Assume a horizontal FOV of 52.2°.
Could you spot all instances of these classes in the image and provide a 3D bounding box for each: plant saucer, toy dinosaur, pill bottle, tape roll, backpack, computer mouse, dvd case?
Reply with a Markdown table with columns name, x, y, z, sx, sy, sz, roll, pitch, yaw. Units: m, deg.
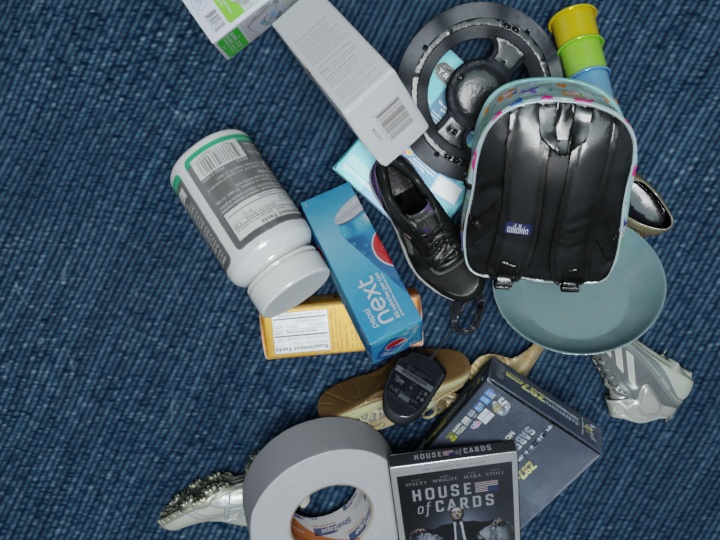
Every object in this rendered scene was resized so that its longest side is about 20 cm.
| name | x | y | z | sx | sy | sz | roll | pitch | yaw |
| --- | --- | --- | --- | --- | --- | --- | --- | --- | --- |
| plant saucer | 0.258 | 0.021 | 0.878 | 0.197 | 0.039 | 0.203 | -6 | 53 | 8 |
| toy dinosaur | 0.186 | 0.143 | 0.917 | 0.199 | 0.058 | 0.102 | -34 | 92 | 3 |
| pill bottle | -0.127 | -0.054 | 0.857 | 0.112 | 0.113 | 0.201 | -35 | 77 | 3 |
| tape roll | -0.041 | 0.280 | 0.888 | 0.197 | 0.066 | 0.203 | -7 | 114 | -14 |
| backpack | 0.195 | -0.100 | 0.773 | 0.174 | 0.151 | 0.202 | 4 | 126 | 7 |
| computer mouse | 0.090 | 0.097 | 0.873 | 0.058 | 0.034 | 0.201 | 32 | 71 | 16 |
| dvd case | 0.116 | 0.295 | 0.875 | 0.148 | 0.025 | 0.203 | -8 | 118 | 1 |

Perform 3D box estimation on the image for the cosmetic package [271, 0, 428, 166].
| name | x | y | z | sx | sy | sz | roll | pitch | yaw |
| --- | --- | --- | --- | --- | --- | --- | --- | --- | --- |
| cosmetic package | -0.015 | -0.219 | 0.822 | 0.074 | 0.102 | 0.201 | -39 | 51 | 4 |

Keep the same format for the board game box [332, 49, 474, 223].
| name | x | y | z | sx | sy | sz | roll | pitch | yaw |
| --- | --- | --- | --- | --- | --- | --- | --- | --- | --- |
| board game box | 0.085 | -0.151 | 0.902 | 0.151 | 0.047 | 0.201 | 41 | 94 | -3 |

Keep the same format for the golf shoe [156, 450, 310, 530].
| name | x | y | z | sx | sy | sz | roll | pitch | yaw |
| --- | --- | --- | --- | --- | --- | --- | --- | --- | --- |
| golf shoe | -0.157 | 0.299 | 0.929 | 0.198 | 0.078 | 0.098 | -24 | 100 | 4 |

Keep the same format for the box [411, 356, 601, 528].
| name | x | y | z | sx | sy | sz | roll | pitch | yaw |
| --- | --- | --- | --- | --- | --- | --- | --- | --- | --- |
| box | 0.167 | 0.221 | 0.886 | 0.157 | 0.051 | 0.201 | 33 | 123 | -2 |

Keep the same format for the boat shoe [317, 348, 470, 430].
| name | x | y | z | sx | sy | sz | roll | pitch | yaw |
| --- | --- | --- | --- | --- | --- | --- | --- | --- | --- |
| boat shoe | 0.046 | 0.156 | 0.921 | 0.197 | 0.074 | 0.063 | -18 | 124 | 9 |

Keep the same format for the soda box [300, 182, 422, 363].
| name | x | y | z | sx | sy | sz | roll | pitch | yaw |
| --- | --- | --- | --- | --- | --- | --- | --- | --- | --- |
| soda box | 0.000 | 0.000 | 0.858 | 0.067 | 0.064 | 0.202 | -24 | 65 | -8 |

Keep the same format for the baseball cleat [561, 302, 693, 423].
| name | x | y | z | sx | sy | sz | roll | pitch | yaw |
| --- | --- | --- | --- | --- | --- | --- | --- | --- | --- |
| baseball cleat | 0.314 | 0.120 | 0.907 | 0.198 | 0.070 | 0.107 | 31 | 94 | -1 |

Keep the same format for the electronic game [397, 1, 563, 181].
| name | x | y | z | sx | sy | sz | roll | pitch | yaw |
| --- | --- | --- | --- | --- | --- | --- | --- | --- | --- |
| electronic game | 0.137 | -0.204 | 0.851 | 0.196 | 0.042 | 0.204 | 0 | 103 | 1 |

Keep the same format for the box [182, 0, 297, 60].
| name | x | y | z | sx | sy | sz | roll | pitch | yaw |
| --- | --- | --- | --- | --- | --- | --- | --- | --- | --- |
| box | -0.155 | -0.391 | 0.863 | 0.176 | 0.097 | 0.201 | -37 | 93 | 3 |

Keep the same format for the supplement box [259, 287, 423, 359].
| name | x | y | z | sx | sy | sz | roll | pitch | yaw |
| --- | --- | --- | --- | --- | --- | --- | --- | --- | --- |
| supplement box | -0.023 | 0.065 | 0.911 | 0.196 | 0.067 | 0.070 | -3 | 97 | 2 |

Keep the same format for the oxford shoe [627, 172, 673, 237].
| name | x | y | z | sx | sy | sz | roll | pitch | yaw |
| --- | --- | --- | --- | --- | --- | --- | --- | --- | --- |
| oxford shoe | 0.297 | -0.115 | 0.887 | 0.199 | 0.075 | 0.071 | 34 | 94 | -2 |

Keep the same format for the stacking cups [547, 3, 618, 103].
| name | x | y | z | sx | sy | sz | roll | pitch | yaw |
| --- | --- | --- | --- | --- | --- | --- | --- | --- | --- |
| stacking cups | 0.266 | -0.206 | 0.860 | 0.059 | 0.061 | 0.203 | -7 | 77 | 2 |

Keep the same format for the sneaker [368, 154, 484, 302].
| name | x | y | z | sx | sy | sz | roll | pitch | yaw |
| --- | --- | --- | --- | --- | --- | --- | --- | --- | --- |
| sneaker | 0.074 | -0.044 | 0.842 | 0.075 | 0.088 | 0.201 | -36 | 93 | 3 |
